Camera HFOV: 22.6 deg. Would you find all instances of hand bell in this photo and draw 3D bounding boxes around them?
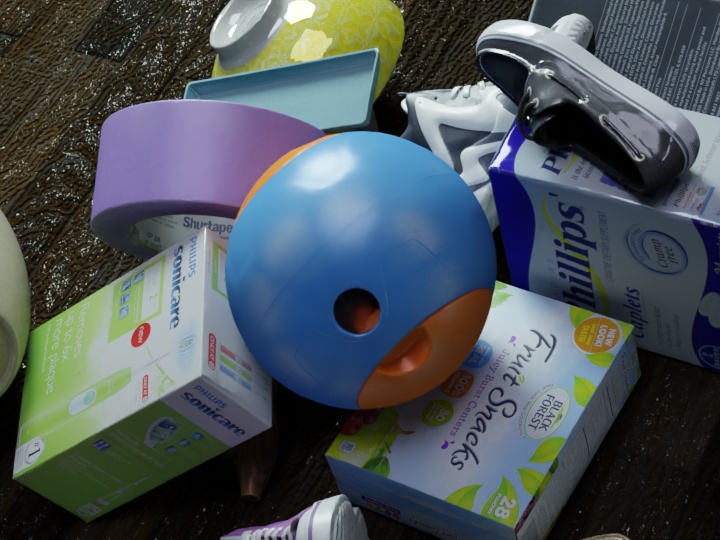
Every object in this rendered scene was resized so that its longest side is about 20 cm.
[{"bbox_3d":[-0.075,0.087,1.434,0.103,0.104,0.202,1,64,14],"label":"hand bell"}]

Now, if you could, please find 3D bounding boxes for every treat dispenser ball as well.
[{"bbox_3d":[0.000,0.000,1.313,0.198,0.202,0.202,-7,49,8],"label":"treat dispenser ball"}]

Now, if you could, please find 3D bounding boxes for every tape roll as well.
[{"bbox_3d":[-0.118,-0.065,1.468,0.198,0.200,0.086,1,74,14],"label":"tape roll"}]

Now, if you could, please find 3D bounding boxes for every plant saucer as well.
[{"bbox_3d":[-0.069,-0.136,1.484,0.198,0.019,0.071,-7,62,34],"label":"plant saucer"}]

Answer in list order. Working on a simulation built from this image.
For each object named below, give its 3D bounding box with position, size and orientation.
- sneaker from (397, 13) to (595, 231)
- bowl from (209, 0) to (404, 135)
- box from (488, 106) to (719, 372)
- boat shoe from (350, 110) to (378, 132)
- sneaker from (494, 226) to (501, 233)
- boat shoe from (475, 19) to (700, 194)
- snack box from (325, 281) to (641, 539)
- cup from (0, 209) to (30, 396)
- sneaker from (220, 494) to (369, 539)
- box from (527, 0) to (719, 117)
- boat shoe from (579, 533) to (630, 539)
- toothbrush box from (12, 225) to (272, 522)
[{"bbox_3d":[0.095,-0.140,1.465,0.129,0.079,0.200,35,104,25],"label":"sneaker"},{"bbox_3d":[-0.069,-0.191,1.579,0.199,0.108,0.201,-33,34,26],"label":"bowl"},{"bbox_3d":[0.216,-0.033,1.385,0.198,0.185,0.105,16,57,26],"label":"box"},{"bbox_3d":[-0.018,-0.085,1.574,0.062,0.073,0.201,-28,44,23],"label":"boat shoe"},{"bbox_3d":[0.143,-0.071,1.520,0.198,0.076,0.088,-18,59,6],"label":"sneaker"},{"bbox_3d":[0.150,-0.114,1.307,0.199,0.070,0.066,36,63,27],"label":"boat shoe"},{"bbox_3d":[0.097,0.108,1.369,0.167,0.068,0.201,19,58,29],"label":"snack box"},{"bbox_3d":[-0.342,0.042,1.425,0.199,0.202,0.143,-32,39,-14],"label":"cup"},{"bbox_3d":[-0.052,0.204,1.252,0.113,0.201,0.074,-9,78,1],"label":"sneaker"},{"bbox_3d":[0.256,-0.183,1.507,0.198,0.148,0.108,21,101,27],"label":"box"},{"bbox_3d":[0.112,0.235,1.253,0.199,0.077,0.072,-29,50,-12],"label":"boat shoe"},{"bbox_3d":[-0.166,0.082,1.388,0.199,0.086,0.147,-27,44,27],"label":"toothbrush box"}]
